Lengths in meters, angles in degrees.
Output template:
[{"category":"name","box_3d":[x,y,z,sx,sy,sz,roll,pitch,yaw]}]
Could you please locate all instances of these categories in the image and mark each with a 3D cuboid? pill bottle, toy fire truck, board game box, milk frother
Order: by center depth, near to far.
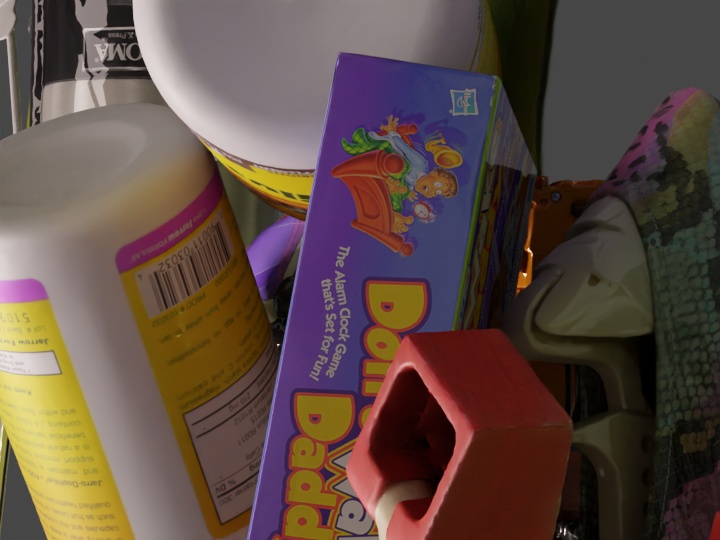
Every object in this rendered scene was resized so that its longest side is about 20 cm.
[{"category":"toy fire truck","box_3d":[0.058,0.113,0.760,0.049,0.141,0.201,-128,43,-55]},{"category":"board game box","box_3d":[0.006,0.054,0.832,0.134,0.045,0.201,46,-127,-79]},{"category":"pill bottle","box_3d":[-0.009,-0.074,1.014,0.200,0.109,0.110,47,-136,-81]},{"category":"pill bottle","box_3d":[-0.078,0.048,1.094,0.104,0.104,0.201,-124,15,-64]},{"category":"milk frother","box_3d":[-0.098,-0.062,1.388,0.200,0.180,0.189,9,-98,-63]}]

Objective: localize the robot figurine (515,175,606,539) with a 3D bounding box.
[{"category":"robot figurine","box_3d":[0.046,0.071,0.958,0.145,0.058,0.201,-179,92,-76]}]

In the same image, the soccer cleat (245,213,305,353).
[{"category":"soccer cleat","box_3d":[0.000,0.000,1.130,0.073,0.068,0.200,-65,18,-13]}]

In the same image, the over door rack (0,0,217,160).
[{"category":"over door rack","box_3d":[-0.084,-0.082,1.231,0.148,0.067,0.200,-34,53,24]}]

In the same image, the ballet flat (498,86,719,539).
[{"category":"ballet flat","box_3d":[0.074,0.044,0.849,0.069,0.071,0.201,153,118,-72]}]
